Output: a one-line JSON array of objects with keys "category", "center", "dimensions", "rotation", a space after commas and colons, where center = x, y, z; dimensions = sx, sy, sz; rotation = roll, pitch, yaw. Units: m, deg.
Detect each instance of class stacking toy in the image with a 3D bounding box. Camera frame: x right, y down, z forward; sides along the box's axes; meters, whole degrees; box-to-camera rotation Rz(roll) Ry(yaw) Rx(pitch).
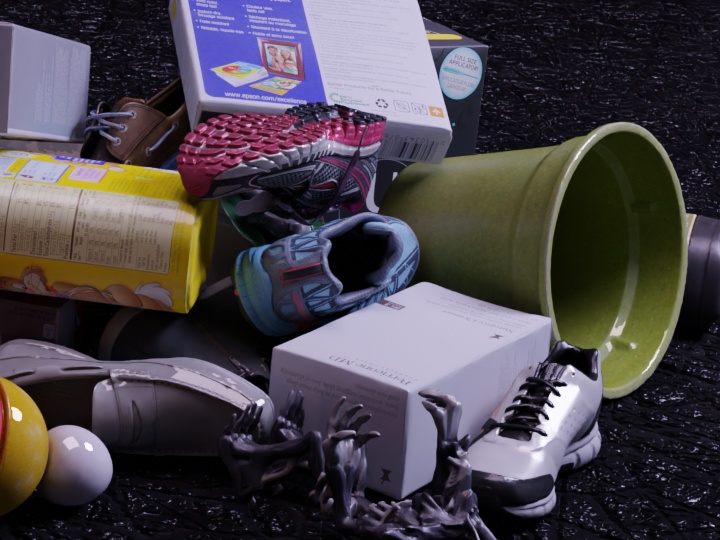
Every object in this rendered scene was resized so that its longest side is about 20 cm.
[{"category": "stacking toy", "center": [-0.239, 0.104, 1.470], "dimensions": [0.199, 0.147, 0.146], "rotation": [17, 9, -35]}]

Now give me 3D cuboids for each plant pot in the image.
[{"category": "plant pot", "center": [0.116, -0.013, 1.839], "dimensions": [0.183, 0.202, 0.200], "rotation": [4, 13, 36]}]

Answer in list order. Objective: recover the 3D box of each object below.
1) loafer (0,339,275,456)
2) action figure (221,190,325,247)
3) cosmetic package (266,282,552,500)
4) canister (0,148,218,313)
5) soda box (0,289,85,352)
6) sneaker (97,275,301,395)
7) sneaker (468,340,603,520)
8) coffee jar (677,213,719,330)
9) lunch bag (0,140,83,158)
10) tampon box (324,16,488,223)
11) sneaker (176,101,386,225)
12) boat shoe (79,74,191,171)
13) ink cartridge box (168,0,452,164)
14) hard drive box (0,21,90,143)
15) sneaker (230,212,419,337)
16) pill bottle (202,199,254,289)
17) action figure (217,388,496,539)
[{"category": "loafer", "center": [-0.155, 0.091, 1.589], "dimensions": [0.198, 0.070, 0.070], "rotation": [6, 27, 13]}, {"category": "action figure", "center": [-0.044, -0.029, 1.823], "dimensions": [0.200, 0.055, 0.119], "rotation": [35, 25, -60]}, {"category": "cosmetic package", "center": [0.034, 0.078, 1.661], "dimensions": [0.112, 0.082, 0.200], "rotation": [15, 19, 27]}, {"category": "canister", "center": [-0.203, -0.031, 1.673], "dimensions": [0.198, 0.087, 0.149], "rotation": [7, 14, 2]}, {"category": "soda box", "center": [-0.293, 0.033, 1.705], "dimensions": [0.198, 0.071, 0.063], "rotation": [10, 17, 10]}, {"category": "sneaker", "center": [-0.081, 0.063, 1.713], "dimensions": [0.106, 0.075, 0.199], "rotation": [33, 28, 29]}, {"category": "sneaker", "center": [0.109, 0.103, 1.617], "dimensions": [0.073, 0.081, 0.200], "rotation": [13, 20, 17]}, {"category": "coffee jar", "center": [0.203, -0.010, 1.989], "dimensions": [0.198, 0.086, 0.104], "rotation": [10, 18, 9]}, {"category": "lunch bag", "center": [-0.313, -0.055, 1.891], "dimensions": [0.198, 0.119, 0.164], "rotation": [7, 21, 19]}, {"category": "tampon box", "center": [0.002, -0.101, 2.014], "dimensions": [0.149, 0.202, 0.126], "rotation": [-5, 21, -31]}, {"category": "sneaker", "center": [-0.048, -0.067, 1.683], "dimensions": [0.080, 0.075, 0.199], "rotation": [16, 16, 34]}, {"category": "boat shoe", "center": [-0.171, -0.091, 1.815], "dimensions": [0.072, 0.073, 0.200], "rotation": [2, 30, 43]}, {"category": "ink cartridge box", "center": [-0.043, -0.169, 1.859], "dimensions": [0.196, 0.047, 0.201], "rotation": [5, 42, -17]}, {"category": "hard drive box", "center": [-0.292, -0.135, 1.747], "dimensions": [0.155, 0.077, 0.200], "rotation": [4, 1, 10]}, {"category": "sneaker", "center": [0.000, 0.000, 1.714], "dimensions": [0.095, 0.080, 0.200], "rotation": [-19, 1, 33]}, {"category": "pill bottle", "center": [-0.135, -0.028, 1.883], "dimensions": [0.110, 0.112, 0.200], "rotation": [1, 18, -16]}, {"category": "action figure", "center": [0.011, 0.122, 1.488], "dimensions": [0.199, 0.103, 0.119], "rotation": [17, 9, 35]}]
